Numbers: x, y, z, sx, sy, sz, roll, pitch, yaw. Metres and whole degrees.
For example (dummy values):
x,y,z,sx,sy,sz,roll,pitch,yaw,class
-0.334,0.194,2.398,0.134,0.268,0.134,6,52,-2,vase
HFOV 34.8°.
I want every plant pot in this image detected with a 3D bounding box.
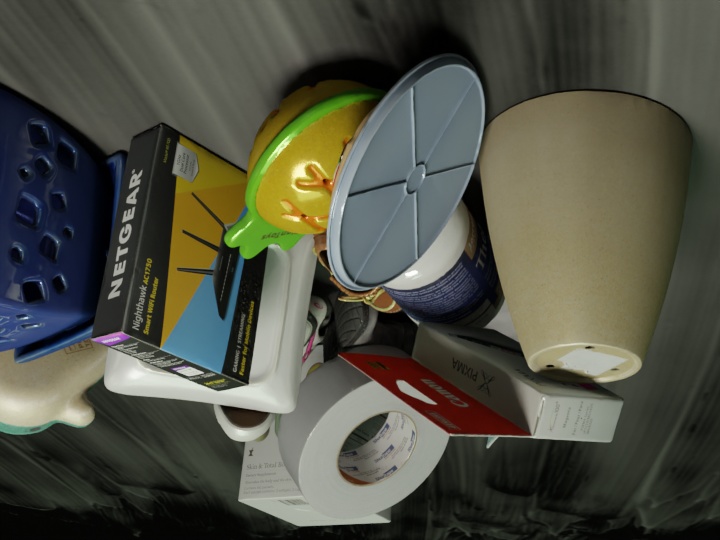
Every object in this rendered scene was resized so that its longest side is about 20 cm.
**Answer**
x,y,z,sx,sy,sz,roll,pitch,yaw,class
0.189,-0.015,0.969,0.185,0.202,0.188,4,155,2,plant pot
-0.323,-0.023,1.063,0.179,0.202,0.199,19,152,-41,plant pot

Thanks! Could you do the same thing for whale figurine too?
x,y,z,sx,sy,sz,roll,pitch,yaw,class
-0.319,0.098,1.201,0.199,0.160,0.104,-17,157,-36,whale figurine

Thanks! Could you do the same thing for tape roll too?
x,y,z,sx,sy,sz,roll,pitch,yaw,class
0.005,0.187,1.329,0.198,0.066,0.202,-15,125,-23,tape roll

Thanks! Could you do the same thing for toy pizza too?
x,y,z,sx,sy,sz,roll,pitch,yaw,class
0.032,-0.078,0.907,0.032,0.201,0.200,30,166,26,toy pizza

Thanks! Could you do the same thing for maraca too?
x,y,z,sx,sy,sz,roll,pitch,yaw,class
-0.041,-0.078,0.958,0.136,0.108,0.200,-10,148,-40,maraca

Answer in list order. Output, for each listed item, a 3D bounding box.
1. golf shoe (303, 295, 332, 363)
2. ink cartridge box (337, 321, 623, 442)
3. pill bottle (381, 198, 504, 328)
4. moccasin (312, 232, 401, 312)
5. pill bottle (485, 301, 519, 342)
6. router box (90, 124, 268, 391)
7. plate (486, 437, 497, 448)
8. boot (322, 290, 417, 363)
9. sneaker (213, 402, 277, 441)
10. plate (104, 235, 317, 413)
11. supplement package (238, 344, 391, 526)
x,y,z,sx,sy,sz,roll,pitch,yaw,class
-0.075,0.080,1.377,0.091,0.073,0.200,-20,169,-11,golf shoe
0.100,0.092,1.010,0.172,0.044,0.200,9,-169,-31,ink cartridge box
0.062,-0.020,1.088,0.110,0.112,0.200,-6,154,23,pill bottle
0.002,0.000,1.183,0.073,0.079,0.202,-2,155,14,moccasin
0.139,0.084,1.298,0.112,0.114,0.200,7,155,-5,pill bottle
-0.156,-0.008,1.047,0.051,0.202,0.149,-16,149,39,router box
0.204,0.122,1.324,0.026,0.200,0.201,42,157,10,plate
0.032,0.070,1.366,0.130,0.071,0.200,2,162,-11,boot
-0.125,0.141,1.253,0.072,0.200,0.086,2,116,-8,sneaker
-0.148,0.035,1.150,0.197,0.203,0.032,8,-179,-7,plate
-0.051,0.220,1.522,0.150,0.202,0.150,-9,152,29,supplement package
